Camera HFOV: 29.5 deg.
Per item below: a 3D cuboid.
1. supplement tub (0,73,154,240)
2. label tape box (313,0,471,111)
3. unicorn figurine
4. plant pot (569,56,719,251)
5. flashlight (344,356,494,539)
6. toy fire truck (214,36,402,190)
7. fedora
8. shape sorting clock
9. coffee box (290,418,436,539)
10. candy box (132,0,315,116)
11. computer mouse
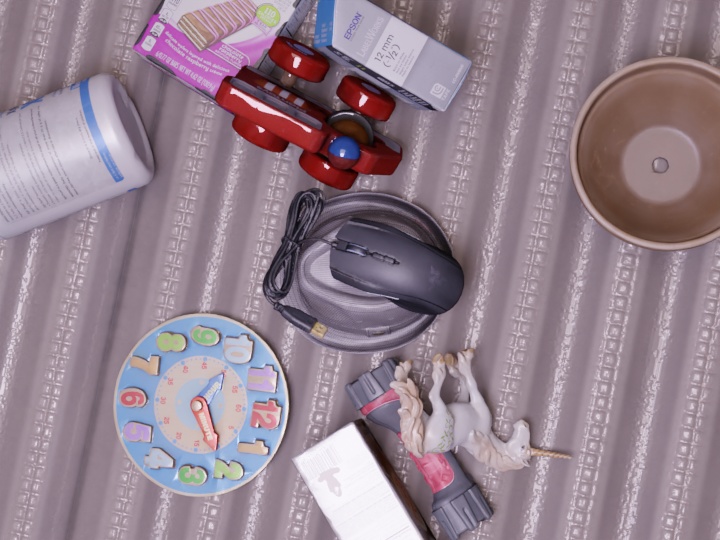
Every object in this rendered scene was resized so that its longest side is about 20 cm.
[{"bbox_3d":[-0.338,-0.122,1.486,0.200,0.132,0.132,-20,84,4],"label":"supplement tub"},{"bbox_3d":[0.003,-0.240,1.422,0.200,0.143,0.066,27,93,-12],"label":"label tape box"},{"bbox_3d":[0.109,0.152,1.430,0.200,0.074,0.138,-9,83,-33],"label":"unicorn figurine"},{"bbox_3d":[0.318,-0.117,1.432,0.201,0.093,0.201,0,86,5],"label":"plant pot"},{"bbox_3d":[0.061,0.191,1.450,0.068,0.068,0.200,-32,83,7],"label":"flashlight"},{"bbox_3d":[-0.050,-0.151,1.418,0.200,0.168,0.112,29,108,-6],"label":"toy fire truck"},{"bbox_3d":[0.000,0.000,1.459,0.200,0.090,0.177,3,86,7],"label":"fedora"},{"bbox_3d":[-0.176,0.147,1.494,0.200,0.039,0.200,0,86,6],"label":"shape sorting clock"},{"bbox_3d":[0.016,0.261,1.428,0.080,0.114,0.200,-32,84,3],"label":"coffee box"},{"bbox_3d":[-0.140,-0.289,1.511,0.136,0.061,0.200,31,89,7],"label":"candy box"},{"bbox_3d":[0.001,0.011,1.387,0.200,0.046,0.141,26,81,-2],"label":"computer mouse"}]
